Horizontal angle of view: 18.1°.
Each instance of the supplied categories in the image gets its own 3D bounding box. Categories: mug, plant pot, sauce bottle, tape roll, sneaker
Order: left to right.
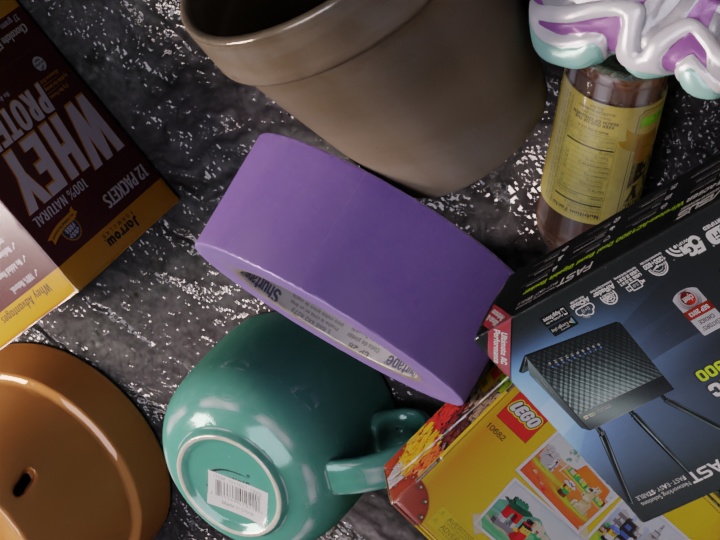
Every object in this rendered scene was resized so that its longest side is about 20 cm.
[{"bbox_3d":[-0.269,0.177,1.772,0.199,0.140,0.201,17,128,24],"label":"plant pot"},{"bbox_3d":[-0.056,0.117,1.605,0.185,0.114,0.152,-32,100,43],"label":"mug"},{"bbox_3d":[0.000,0.000,1.436,0.199,0.085,0.200,31,173,4],"label":"tape roll"},{"bbox_3d":[0.020,-0.144,1.347,0.199,0.200,0.174,-10,132,37],"label":"plant pot"},{"bbox_3d":[0.143,-0.054,1.394,0.064,0.065,0.201,24,133,17],"label":"sauce bottle"},{"bbox_3d":[0.177,-0.173,1.243,0.199,0.078,0.140,10,125,28],"label":"sneaker"}]

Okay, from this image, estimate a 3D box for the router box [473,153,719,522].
[{"bbox_3d":[0.181,0.036,1.211,0.150,0.062,0.200,46,134,-13],"label":"router box"}]

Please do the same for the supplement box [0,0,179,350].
[{"bbox_3d":[-0.280,-0.055,1.624,0.200,0.133,0.197,51,133,-7],"label":"supplement box"}]

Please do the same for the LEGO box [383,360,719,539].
[{"bbox_3d":[0.136,0.153,1.463,0.200,0.077,0.149,44,96,-10],"label":"LEGO box"}]
